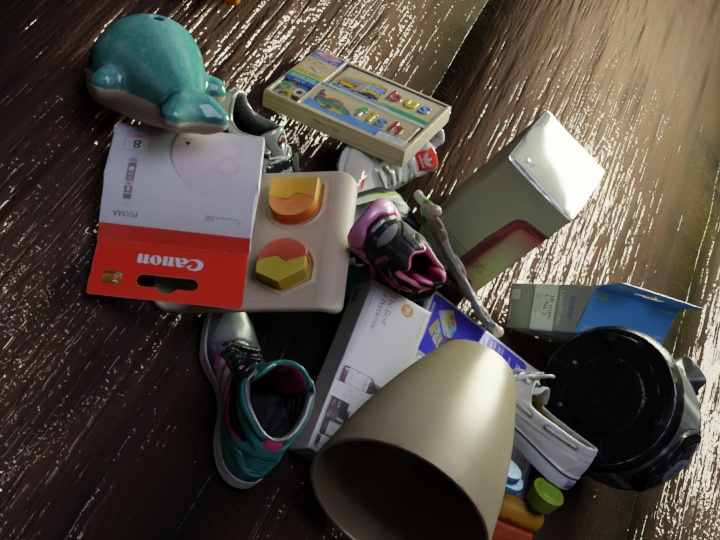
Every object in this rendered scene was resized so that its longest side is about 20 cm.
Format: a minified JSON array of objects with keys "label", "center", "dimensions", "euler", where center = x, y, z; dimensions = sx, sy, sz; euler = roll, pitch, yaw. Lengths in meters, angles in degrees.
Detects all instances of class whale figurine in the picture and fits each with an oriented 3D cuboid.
[{"label":"whale figurine","center":[-0.210,-0.209,1.267],"dimensions":[0.159,0.104,0.200],"euler":[0,26,-34]}]

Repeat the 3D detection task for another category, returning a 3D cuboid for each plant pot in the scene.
[{"label":"plant pot","center":[0.078,0.169,1.196],"dimensions":[0.187,0.187,0.200],"euler":[44,47,-7]}]

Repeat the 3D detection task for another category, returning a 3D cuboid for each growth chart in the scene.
[{"label":"growth chart","center":[0.114,-0.008,1.419],"dimensions":[0.200,0.018,0.145],"euler":[61,0,-20]}]

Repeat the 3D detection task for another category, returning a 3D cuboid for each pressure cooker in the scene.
[{"label":"pressure cooker","center":[0.314,0.168,1.414],"dimensions":[0.200,0.175,0.179],"euler":[39,58,-60]}]

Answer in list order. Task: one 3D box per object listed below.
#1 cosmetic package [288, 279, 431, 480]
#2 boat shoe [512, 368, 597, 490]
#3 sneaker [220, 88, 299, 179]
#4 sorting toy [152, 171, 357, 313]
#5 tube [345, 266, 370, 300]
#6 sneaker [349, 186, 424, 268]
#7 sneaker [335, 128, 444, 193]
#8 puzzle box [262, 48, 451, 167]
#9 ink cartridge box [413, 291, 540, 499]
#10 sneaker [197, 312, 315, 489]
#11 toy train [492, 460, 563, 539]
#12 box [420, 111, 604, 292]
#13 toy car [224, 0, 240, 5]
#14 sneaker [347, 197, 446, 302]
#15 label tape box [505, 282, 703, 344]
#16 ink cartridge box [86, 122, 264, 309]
[{"label":"cosmetic package","center":[0.002,0.117,1.277],"dimensions":[0.082,0.051,0.200],"euler":[31,66,-21]},{"label":"boat shoe","center":[0.184,0.143,1.322],"dimensions":[0.202,0.086,0.075],"euler":[46,17,24]},{"label":"sneaker","center":[-0.106,-0.117,1.356],"dimensions":[0.200,0.088,0.074],"euler":[51,43,-4]},{"label":"sorting toy","center":[-0.110,-0.036,1.265],"dimensions":[0.199,0.037,0.186],"euler":[2,53,7]},{"label":"tube","center":[0.000,0.000,1.399],"dimensions":[0.077,0.050,0.200],"euler":[7,52,-46]},{"label":"sneaker","center":[-0.008,-0.036,1.341],"dimensions":[0.200,0.072,0.083],"euler":[-27,57,-33]},{"label":"sneaker","center":[0.041,-0.134,1.457],"dimensions":[0.200,0.093,0.071],"euler":[-52,137,-53]},{"label":"puzzle box","center":[-0.003,-0.204,1.470],"dimensions":[0.200,0.025,0.133],"euler":[25,41,16]},{"label":"ink cartridge box","center":[0.123,0.152,1.395],"dimensions":[0.200,0.043,0.198],"euler":[37,46,-12]},{"label":"sneaker","center":[-0.104,0.104,1.191],"dimensions":[0.083,0.121,0.201],"euler":[9,57,-35]},{"label":"toy train","center":[0.181,0.274,1.299],"dimensions":[0.200,0.116,0.085],"euler":[26,27,-23]},{"label":"box","center":[0.184,-0.081,1.481],"dimensions":[0.109,0.200,0.128],"euler":[46,46,-4]},{"label":"toy car","center":[-0.180,-0.416,1.460],"dimensions":[0.150,0.175,0.200],"euler":[-30,82,-8]},{"label":"sneaker","center":[0.057,-0.001,1.292],"dimensions":[0.095,0.079,0.200],"euler":[35,-4,27]},{"label":"label tape box","center":[0.299,0.060,1.481],"dimensions":[0.144,0.200,0.064],"euler":[15,82,-31]},{"label":"ink cartridge box","center":[-0.188,-0.062,1.230],"dimensions":[0.162,0.057,0.200],"euler":[6,48,-3]}]
